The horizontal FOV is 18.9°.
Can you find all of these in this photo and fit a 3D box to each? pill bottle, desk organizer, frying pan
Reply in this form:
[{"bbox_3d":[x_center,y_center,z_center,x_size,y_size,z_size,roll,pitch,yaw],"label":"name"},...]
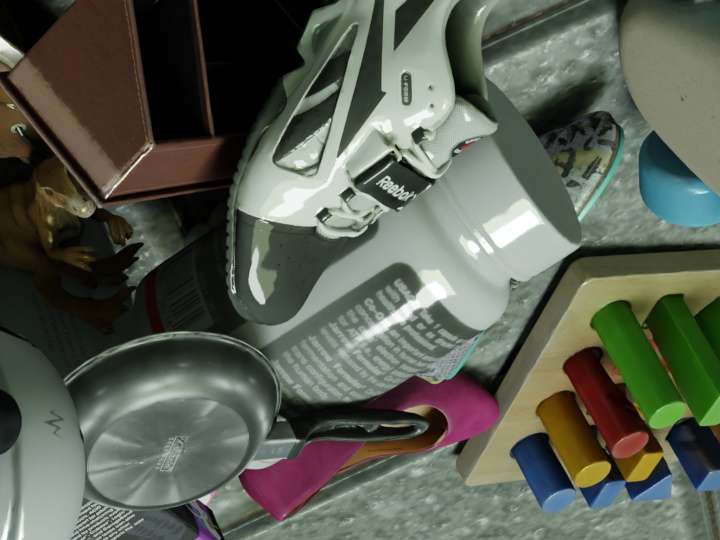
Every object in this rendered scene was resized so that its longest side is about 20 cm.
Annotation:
[{"bbox_3d":[0.000,0.000,1.042,0.199,0.114,0.114,-33,144,17],"label":"pill bottle"},{"bbox_3d":[-0.068,-0.086,0.946,0.077,0.072,0.200,-43,171,18],"label":"desk organizer"},{"bbox_3d":[-0.064,0.084,1.000,0.115,0.031,0.189,-42,135,23],"label":"frying pan"}]

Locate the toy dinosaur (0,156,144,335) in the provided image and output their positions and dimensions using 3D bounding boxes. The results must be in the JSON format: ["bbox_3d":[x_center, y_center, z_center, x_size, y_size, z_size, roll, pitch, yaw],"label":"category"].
[{"bbox_3d":[-0.161,-0.015,1.030,0.106,0.061,0.199,37,145,-22],"label":"toy dinosaur"}]

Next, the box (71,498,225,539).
[{"bbox_3d":[-0.171,0.128,1.043,0.142,0.036,0.200,-33,144,8],"label":"box"}]

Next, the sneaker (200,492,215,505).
[{"bbox_3d":[-0.090,0.073,1.197,0.200,0.082,0.088,-43,142,21],"label":"sneaker"}]

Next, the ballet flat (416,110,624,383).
[{"bbox_3d":[0.067,-0.016,1.196,0.072,0.072,0.201,8,132,-37],"label":"ballet flat"}]

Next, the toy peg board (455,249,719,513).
[{"bbox_3d":[0.195,0.090,1.370,0.199,0.098,0.200,-3,138,-30],"label":"toy peg board"}]

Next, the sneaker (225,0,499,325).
[{"bbox_3d":[0.008,-0.058,0.924,0.074,0.088,0.201,-4,119,-65],"label":"sneaker"}]

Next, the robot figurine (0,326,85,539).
[{"bbox_3d":[-0.208,0.078,0.865,0.199,0.150,0.126,0,114,-33],"label":"robot figurine"}]

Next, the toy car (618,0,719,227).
[{"bbox_3d":[0.253,-0.116,1.109,0.199,0.177,0.185,-27,135,-19],"label":"toy car"}]

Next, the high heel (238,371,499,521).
[{"bbox_3d":[0.011,0.111,1.291,0.199,0.097,0.068,-1,137,-30],"label":"high heel"}]

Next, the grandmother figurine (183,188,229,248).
[{"bbox_3d":[-0.022,-0.058,1.100,0.121,0.061,0.200,28,125,-24],"label":"grandmother figurine"}]

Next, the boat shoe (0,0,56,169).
[{"bbox_3d":[-0.158,-0.082,0.969,0.068,0.072,0.200,-37,143,14],"label":"boat shoe"}]

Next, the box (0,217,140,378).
[{"bbox_3d":[-0.200,0.069,1.089,0.199,0.125,0.098,-20,144,-6],"label":"box"}]
